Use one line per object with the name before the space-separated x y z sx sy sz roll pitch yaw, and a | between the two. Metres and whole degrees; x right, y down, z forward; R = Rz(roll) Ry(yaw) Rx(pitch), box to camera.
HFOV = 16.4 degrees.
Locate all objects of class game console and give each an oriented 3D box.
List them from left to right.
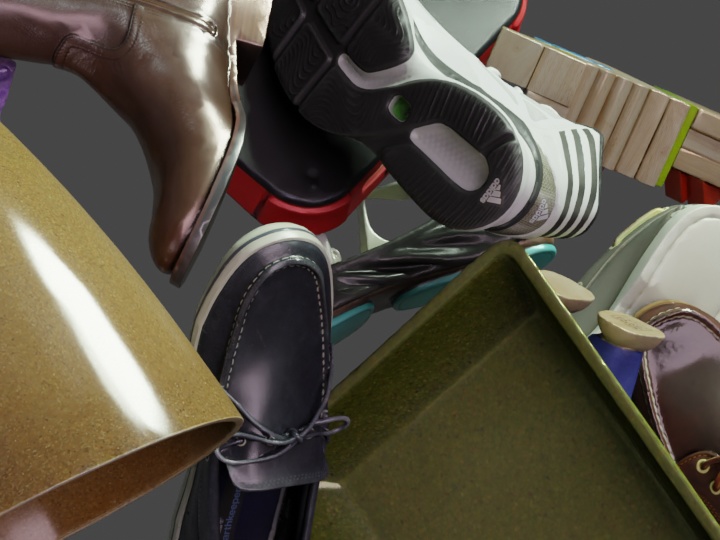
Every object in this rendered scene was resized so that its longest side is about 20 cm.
game console | -0.030 -0.129 1.235 0.177 0.031 0.200 40 62 6

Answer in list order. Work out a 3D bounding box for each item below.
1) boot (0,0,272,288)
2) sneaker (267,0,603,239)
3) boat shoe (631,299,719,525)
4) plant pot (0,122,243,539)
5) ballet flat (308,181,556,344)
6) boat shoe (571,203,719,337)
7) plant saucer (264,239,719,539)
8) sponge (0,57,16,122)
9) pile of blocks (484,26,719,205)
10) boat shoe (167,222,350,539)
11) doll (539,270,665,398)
boot | -0.150 -0.092 1.133 0.200 0.064 0.187 17 50 -10
sneaker | 0.039 -0.077 1.184 0.115 0.201 0.076 18 116 -51
boat shoe | 0.189 0.107 1.219 0.070 0.070 0.200 -27 92 0
plant pot | -0.176 0.019 1.068 0.186 0.186 0.200 -24 82 -25
ballet flat | 0.000 0.000 1.231 0.200 0.068 0.068 -22 76 -20
boat shoe | 0.121 0.048 1.274 0.072 0.060 0.202 42 87 -16
plant saucer | 0.069 0.118 1.161 0.200 0.200 0.048 56 30 15
sponge | -0.236 -0.022 1.149 0.111 0.030 0.200 19 74 -21
pile of blocks | 0.124 -0.072 1.285 0.200 0.082 0.062 18 100 -39
boat shoe | -0.043 0.074 1.151 0.075 0.062 0.200 -2 115 -33
doll | 0.077 0.107 1.213 0.136 0.048 0.200 30 104 20
